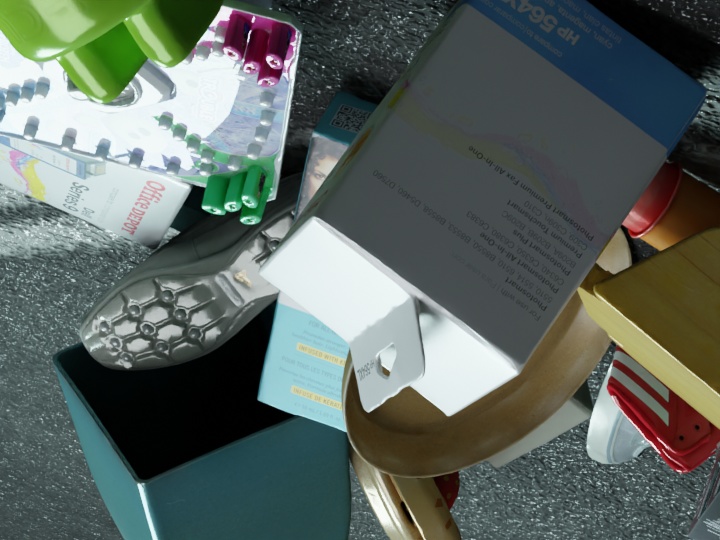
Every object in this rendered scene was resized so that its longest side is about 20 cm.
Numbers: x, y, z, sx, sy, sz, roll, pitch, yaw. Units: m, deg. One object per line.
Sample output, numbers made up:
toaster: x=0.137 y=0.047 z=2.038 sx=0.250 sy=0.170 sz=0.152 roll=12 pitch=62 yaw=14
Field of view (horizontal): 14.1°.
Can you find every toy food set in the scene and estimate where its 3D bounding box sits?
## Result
toy food set: x=0.021 y=0.094 z=1.886 sx=0.049 sy=0.198 sz=0.200 roll=-21 pitch=175 yaw=9

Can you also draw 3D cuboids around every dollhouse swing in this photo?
dollhouse swing: x=0.234 y=0.006 z=1.452 sx=0.182 sy=0.176 sz=0.200 roll=40 pitch=180 yaw=11

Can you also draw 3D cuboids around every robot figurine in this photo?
robot figurine: x=-0.149 y=-0.180 z=1.371 sx=0.175 sy=0.116 sz=0.200 roll=-26 pitch=110 yaw=33

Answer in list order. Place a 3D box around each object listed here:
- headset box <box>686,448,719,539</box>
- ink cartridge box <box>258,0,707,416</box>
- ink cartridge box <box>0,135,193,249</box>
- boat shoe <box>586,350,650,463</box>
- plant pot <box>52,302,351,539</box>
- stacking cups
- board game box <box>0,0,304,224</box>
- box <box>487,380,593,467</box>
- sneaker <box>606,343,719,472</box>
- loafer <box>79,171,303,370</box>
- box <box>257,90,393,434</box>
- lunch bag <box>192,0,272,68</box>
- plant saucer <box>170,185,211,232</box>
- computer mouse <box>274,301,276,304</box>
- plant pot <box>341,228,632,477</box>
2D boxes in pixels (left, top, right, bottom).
headset box: x=0.302 y=0.149 z=1.876 sx=0.149 sy=0.077 sz=0.200 roll=22 pitch=163 yaw=5
ink cartridge box: x=0.051 y=-0.032 z=1.431 sx=0.125 sy=0.200 sz=0.129 roll=37 pitch=161 yaw=-3
ink cartridge box: x=-0.184 y=-0.104 z=1.727 sx=0.200 sy=0.088 sz=0.145 roll=23 pitch=162 yaw=-7
boat shoe: x=0.189 y=0.083 z=1.835 sx=0.071 sy=0.070 sz=0.201 roll=23 pitch=160 yaw=9
plant pot: x=-0.090 y=0.140 z=1.854 sx=0.141 sy=0.141 sz=0.200 roll=49 pitch=155 yaw=46
stacking cups: x=0.209 y=-0.008 z=1.575 sx=0.200 sy=0.061 sz=0.061 roll=30 pitch=161 yaw=-18
board game box: x=-0.136 y=-0.098 z=1.539 sx=0.200 sy=0.026 sz=0.200 roll=14 pitch=154 yaw=1
box: x=0.057 y=0.039 z=1.824 sx=0.082 sy=0.068 sz=0.200 roll=-30 pitch=135 yaw=21
sneaker: x=0.238 y=0.078 z=1.686 sx=0.200 sy=0.116 sz=0.078 roll=15 pitch=160 yaw=23
loafer: x=-0.082 y=-0.001 z=1.780 sx=0.200 sy=0.070 sz=0.070 roll=-26 pitch=110 yaw=18
box: x=0.000 y=0.000 z=1.690 sx=0.082 sy=0.049 sz=0.200 roll=19 pitch=127 yaw=8
lunch bag: x=-0.149 y=-0.166 z=1.530 sx=0.200 sy=0.076 sz=0.160 roll=31 pitch=158 yaw=-26
plant saucer: x=-0.125 y=-0.059 z=1.831 sx=0.200 sy=0.070 sz=0.019 roll=24 pitch=127 yaw=-6
computer mouse: x=-0.051 y=0.052 z=1.982 sx=0.046 sy=0.140 sz=0.200 roll=-6 pitch=152 yaw=-13
plant pot: x=0.069 y=0.034 z=1.687 sx=0.027 sy=0.200 sz=0.200 roll=47 pitch=180 yaw=38
